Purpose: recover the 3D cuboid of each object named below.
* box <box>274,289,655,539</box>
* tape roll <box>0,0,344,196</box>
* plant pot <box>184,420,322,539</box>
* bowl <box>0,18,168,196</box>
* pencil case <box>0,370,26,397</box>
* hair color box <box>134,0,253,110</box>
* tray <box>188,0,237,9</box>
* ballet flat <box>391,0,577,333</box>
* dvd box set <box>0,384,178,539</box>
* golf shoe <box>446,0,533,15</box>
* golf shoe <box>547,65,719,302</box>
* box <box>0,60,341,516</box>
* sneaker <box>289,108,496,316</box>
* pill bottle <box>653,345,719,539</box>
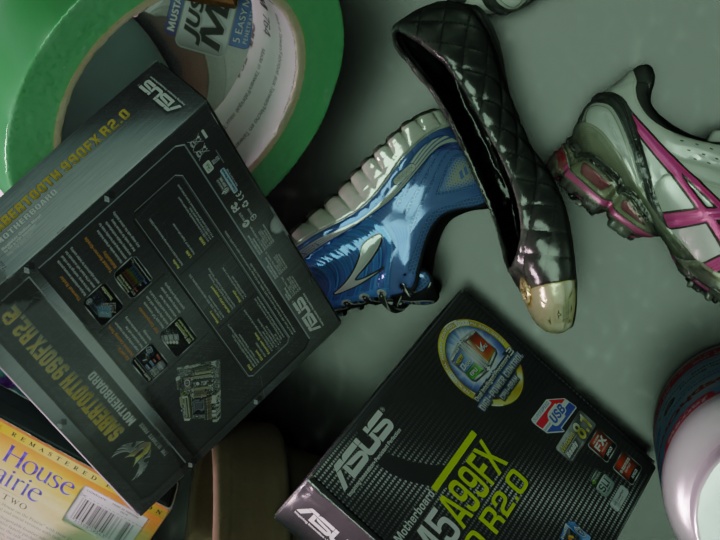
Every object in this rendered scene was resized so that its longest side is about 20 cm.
[{"bbox_3d":[0.066,0.123,0.922,0.160,0.200,0.044,42,131,2],"label":"box"},{"bbox_3d":[-0.102,-0.097,0.845,0.201,0.200,0.048,-52,54,11],"label":"tape roll"},{"bbox_3d":[-0.014,0.193,0.960,0.173,0.200,0.202,6,98,-11],"label":"plant pot"},{"bbox_3d":[-0.210,-0.069,0.944,0.199,0.105,0.202,9,125,12],"label":"bowl"},{"bbox_3d":[-0.229,0.085,1.014,0.199,0.085,0.093,32,57,4],"label":"pencil case"},{"bbox_3d":[-0.122,-0.158,0.981,0.198,0.064,0.112,16,100,7],"label":"hair color box"},{"bbox_3d":[-0.070,-0.259,0.906,0.037,0.099,0.202,9,75,7],"label":"tray"},{"bbox_3d":[0.072,-0.056,0.926,0.056,0.066,0.202,-18,81,-19],"label":"ballet flat"},{"bbox_3d":[-0.217,0.165,0.971,0.146,0.029,0.201,29,118,-11],"label":"dvd box set"},{"bbox_3d":[0.054,-0.244,0.939,0.091,0.073,0.202,-21,94,12],"label":"golf shoe"},{"bbox_3d":[0.208,-0.032,0.934,0.199,0.073,0.092,38,99,3],"label":"golf shoe"},{"bbox_3d":[-0.110,0.016,0.844,0.158,0.200,0.048,-43,50,-10],"label":"box"},{"bbox_3d":[0.000,0.000,0.975,0.200,0.079,0.089,-44,87,11],"label":"sneaker"},{"bbox_3d":[0.216,0.108,0.893,0.108,0.200,0.110,1,97,8],"label":"pill bottle"}]
